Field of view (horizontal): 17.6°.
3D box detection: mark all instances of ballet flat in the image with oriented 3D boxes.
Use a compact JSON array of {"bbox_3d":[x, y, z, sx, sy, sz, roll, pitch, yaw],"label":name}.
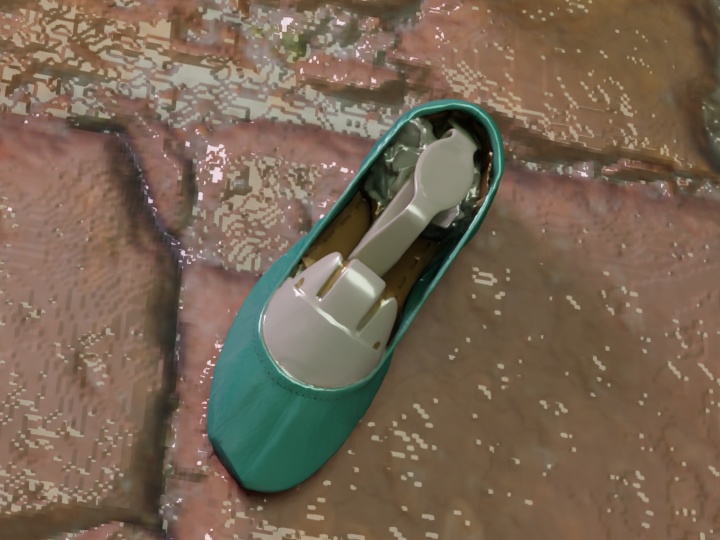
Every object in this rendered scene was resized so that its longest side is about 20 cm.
[{"bbox_3d":[0.000,0.000,0.958,0.067,0.070,0.200,33,59,1],"label":"ballet flat"}]
